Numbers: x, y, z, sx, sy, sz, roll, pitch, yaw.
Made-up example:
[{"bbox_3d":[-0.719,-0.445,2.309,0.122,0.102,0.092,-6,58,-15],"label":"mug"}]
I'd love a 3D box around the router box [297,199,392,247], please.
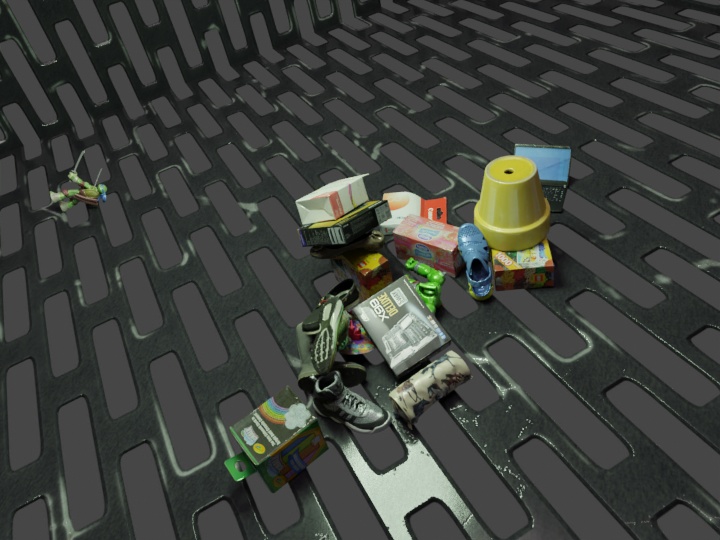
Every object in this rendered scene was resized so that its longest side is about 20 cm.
[{"bbox_3d":[-0.039,-0.121,1.539,0.156,0.053,0.200,-2,22,41],"label":"router box"}]

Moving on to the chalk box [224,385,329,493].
[{"bbox_3d":[-0.189,0.372,1.274,0.199,0.125,0.125,-34,45,-20],"label":"chalk box"}]

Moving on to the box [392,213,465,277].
[{"bbox_3d":[0.200,-0.073,1.674,0.199,0.103,0.095,21,51,32],"label":"box"}]

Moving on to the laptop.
[{"bbox_3d":[0.534,-0.281,1.810,0.176,0.104,0.201,8,45,24],"label":"laptop"}]

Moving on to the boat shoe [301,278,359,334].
[{"bbox_3d":[-0.078,0.088,1.485,0.073,0.064,0.201,10,35,39],"label":"boat shoe"}]

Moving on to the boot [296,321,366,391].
[{"bbox_3d":[-0.076,0.200,1.485,0.180,0.073,0.201,-3,32,1],"label":"boot"}]

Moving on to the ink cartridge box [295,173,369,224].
[{"bbox_3d":[-0.061,-0.189,1.566,0.116,0.068,0.200,-5,21,37],"label":"ink cartridge box"}]

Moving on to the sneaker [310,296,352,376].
[{"bbox_3d":[-0.052,0.157,1.378,0.077,0.088,0.201,-28,38,39],"label":"sneaker"}]

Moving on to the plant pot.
[{"bbox_3d":[0.392,-0.185,1.560,0.199,0.190,0.202,-8,40,7],"label":"plant pot"}]

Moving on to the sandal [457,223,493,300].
[{"bbox_3d":[0.297,-0.027,1.531,0.079,0.087,0.202,-17,79,9],"label":"sandal"}]

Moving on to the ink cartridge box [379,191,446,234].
[{"bbox_3d":[0.163,-0.183,1.848,0.198,0.050,0.163,-7,42,14],"label":"ink cartridge box"}]

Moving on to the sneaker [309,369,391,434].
[{"bbox_3d":[-0.029,0.289,1.326,0.199,0.114,0.076,13,48,28],"label":"sneaker"}]

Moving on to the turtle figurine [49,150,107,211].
[{"bbox_3d":[-1.074,-0.322,2.290,0.193,0.201,0.144,-23,7,-5],"label":"turtle figurine"}]

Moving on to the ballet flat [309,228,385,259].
[{"bbox_3d":[-0.035,-0.071,1.529,0.198,0.047,0.068,-8,40,9],"label":"ballet flat"}]

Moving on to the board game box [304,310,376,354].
[{"bbox_3d":[-0.039,0.134,1.502,0.199,0.039,0.157,31,32,30],"label":"board game box"}]

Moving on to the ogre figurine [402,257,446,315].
[{"bbox_3d":[0.149,0.063,1.541,0.119,0.099,0.200,4,40,29],"label":"ogre figurine"}]

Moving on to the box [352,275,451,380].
[{"bbox_3d":[0.098,0.135,1.441,0.157,0.050,0.201,-31,67,-7],"label":"box"}]

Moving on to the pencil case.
[{"bbox_3d":[0.159,0.260,1.335,0.199,0.090,0.078,-31,15,-20],"label":"pencil case"}]

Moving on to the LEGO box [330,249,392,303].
[{"bbox_3d":[0.000,0.000,1.603,0.077,0.150,0.200,-31,43,-18],"label":"LEGO box"}]

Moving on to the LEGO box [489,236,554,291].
[{"bbox_3d":[0.423,-0.045,1.597,0.147,0.078,0.201,-6,42,10],"label":"LEGO box"}]
